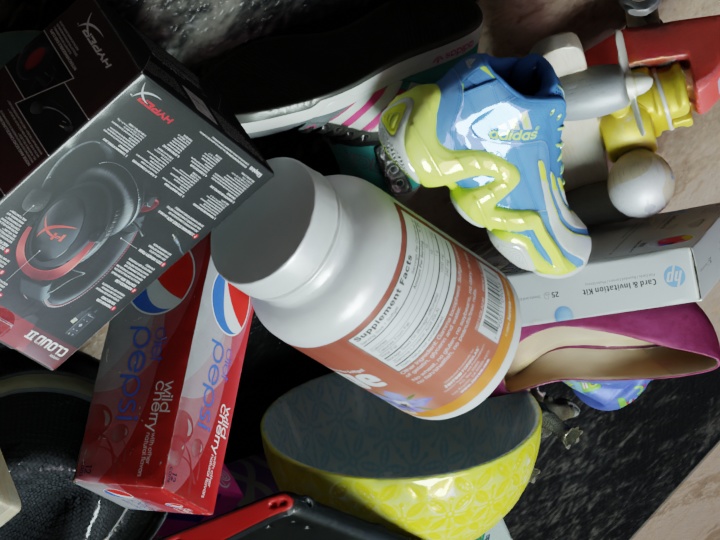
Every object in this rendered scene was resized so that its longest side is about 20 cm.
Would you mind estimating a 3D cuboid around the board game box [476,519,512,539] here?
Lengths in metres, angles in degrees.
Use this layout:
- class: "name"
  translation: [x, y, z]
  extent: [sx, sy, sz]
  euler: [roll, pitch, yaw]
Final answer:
- class: "board game box"
  translation: [0.006, 0.230, 1.951]
  extent: [0.199, 0.064, 0.148]
  euler: [-27, -176, -11]

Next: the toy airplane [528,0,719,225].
- class: "toy airplane"
  translation: [0.149, -0.088, 1.671]
  extent: [0.199, 0.141, 0.199]
  euler: [-7, 146, -44]

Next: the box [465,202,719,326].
- class: "box"
  translation: [0.148, -0.001, 1.723]
  extent: [0.199, 0.041, 0.156]
  euler: [-10, -171, 20]

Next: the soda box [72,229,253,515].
- class: "soda box"
  translation: [-0.114, 0.047, 1.568]
  extent: [0.070, 0.201, 0.063]
  euler: [1, 161, 29]

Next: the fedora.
- class: "fedora"
  translation: [-0.218, 0.146, 1.608]
  extent: [0.200, 0.092, 0.202]
  euler: [1, 111, 2]

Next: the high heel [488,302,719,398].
- class: "high heel"
  translation: [0.149, 0.064, 1.764]
  extent: [0.199, 0.096, 0.068]
  euler: [-26, 138, -6]

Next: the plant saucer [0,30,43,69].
- class: "plant saucer"
  translation: [-0.219, -0.053, 1.490]
  extent: [0.199, 0.036, 0.200]
  euler: [-24, 145, -18]

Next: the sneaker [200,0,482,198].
- class: "sneaker"
  translation: [-0.014, -0.093, 1.585]
  extent: [0.199, 0.084, 0.121]
  euler: [-20, 134, -24]

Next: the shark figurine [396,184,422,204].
- class: "shark figurine"
  translation: [-0.015, 0.014, 1.705]
  extent: [0.128, 0.090, 0.215]
  euler: [-11, 142, -19]

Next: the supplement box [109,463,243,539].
- class: "supplement box"
  translation: [-0.191, 0.184, 1.750]
  extent: [0.101, 0.103, 0.200]
  euler: [13, 122, -47]

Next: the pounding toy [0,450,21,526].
- class: "pounding toy"
  translation: [-0.301, 0.113, 1.458]
  extent: [0.184, 0.200, 0.142]
  euler: [-38, 147, 16]

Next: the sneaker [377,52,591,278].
- class: "sneaker"
  translation: [0.105, -0.069, 1.566]
  extent: [0.105, 0.076, 0.200]
  euler: [-42, 137, 17]

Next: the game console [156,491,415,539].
- class: "game console"
  translation: [-0.052, 0.204, 1.712]
  extent: [0.176, 0.031, 0.200]
  euler: [-28, 146, 29]

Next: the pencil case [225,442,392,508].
- class: "pencil case"
  translation: [-0.069, 0.179, 1.865]
  extent: [0.199, 0.084, 0.086]
  euler: [-17, 123, -25]

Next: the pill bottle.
- class: "pill bottle"
  translation: [0.002, 0.009, 1.576]
  extent: [0.112, 0.112, 0.200]
  euler: [-44, 134, 14]

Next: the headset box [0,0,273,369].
- class: "headset box"
  translation: [-0.173, -0.040, 1.432]
  extent: [0.200, 0.075, 0.149]
  euler: [-41, 146, 9]

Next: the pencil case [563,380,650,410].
- class: "pencil case"
  translation: [0.161, 0.043, 1.900]
  extent: [0.078, 0.087, 0.200]
  euler: [-59, 147, -4]

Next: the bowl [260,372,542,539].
- class: "bowl"
  translation: [0.031, 0.152, 1.792]
  extent: [0.199, 0.200, 0.108]
  euler: [-16, 114, -27]

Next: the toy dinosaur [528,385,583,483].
- class: "toy dinosaur"
  translation: [0.104, 0.097, 1.916]
  extent: [0.077, 0.102, 0.200]
  euler: [-50, 135, 1]
